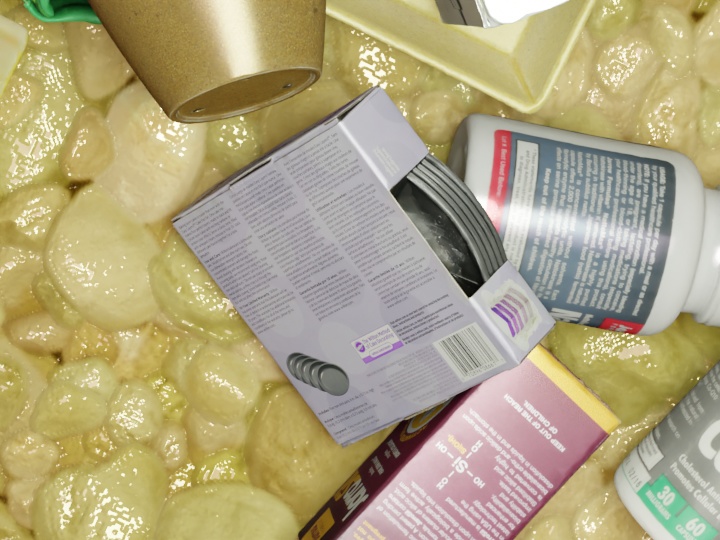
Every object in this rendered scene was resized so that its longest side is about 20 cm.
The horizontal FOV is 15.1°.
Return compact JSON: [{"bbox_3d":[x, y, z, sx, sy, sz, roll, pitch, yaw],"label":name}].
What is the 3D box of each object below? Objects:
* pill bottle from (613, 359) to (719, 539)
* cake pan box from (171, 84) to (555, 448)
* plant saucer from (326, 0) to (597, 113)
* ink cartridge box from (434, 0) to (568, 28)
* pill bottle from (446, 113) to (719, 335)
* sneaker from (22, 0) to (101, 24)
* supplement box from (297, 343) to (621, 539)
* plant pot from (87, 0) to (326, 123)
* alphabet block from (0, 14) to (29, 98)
[{"bbox_3d":[0.263,0.096,1.700,0.113,0.113,0.200,40,103,-8],"label":"pill bottle"},{"bbox_3d":[0.000,0.000,1.651,0.184,0.200,0.052,51,51,-8],"label":"cake pan box"},{"bbox_3d":[0.064,-0.229,1.699,0.199,0.048,0.200,26,93,-8],"label":"plant saucer"},{"bbox_3d":[0.112,-0.204,1.581,0.145,0.200,0.084,-21,98,-3],"label":"ink cartridge box"},{"bbox_3d":[0.152,-0.023,1.692,0.199,0.120,0.120,10,95,-6],"label":"pill bottle"},{"bbox_3d":[-0.195,-0.202,1.654,0.199,0.084,0.074,21,121,-6],"label":"sneaker"},{"bbox_3d":[0.059,0.132,1.704,0.086,0.110,0.200,43,91,-7],"label":"supplement box"},{"bbox_3d":[-0.095,-0.193,1.567,0.186,0.186,0.201,-15,81,-3],"label":"plant pot"},{"bbox_3d":[-0.332,-0.084,1.567,0.200,0.195,0.197,27,79,-13],"label":"alphabet block"}]
